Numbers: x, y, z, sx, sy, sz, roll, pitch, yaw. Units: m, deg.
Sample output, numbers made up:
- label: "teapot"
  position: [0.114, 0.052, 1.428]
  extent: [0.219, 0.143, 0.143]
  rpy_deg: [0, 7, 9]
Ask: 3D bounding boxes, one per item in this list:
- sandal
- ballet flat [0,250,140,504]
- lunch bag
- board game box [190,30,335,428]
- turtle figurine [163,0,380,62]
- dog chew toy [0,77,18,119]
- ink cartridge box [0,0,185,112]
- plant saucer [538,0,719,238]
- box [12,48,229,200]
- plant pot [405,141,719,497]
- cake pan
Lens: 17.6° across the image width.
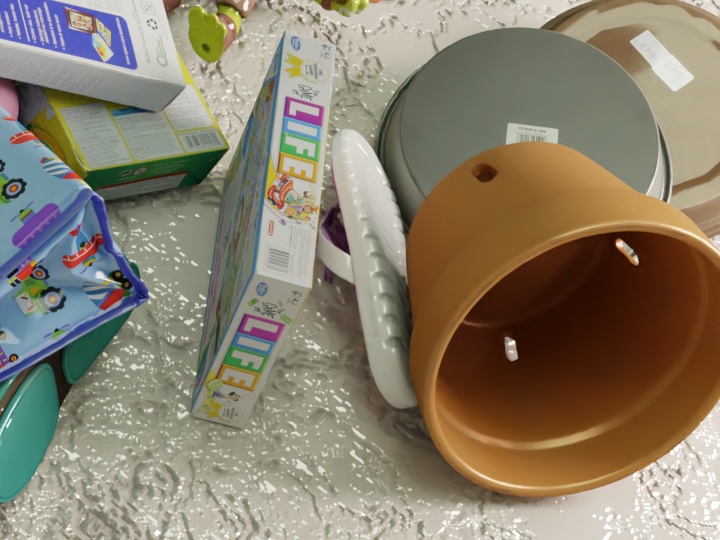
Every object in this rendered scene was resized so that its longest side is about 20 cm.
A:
- label: "sandal"
  position: [-0.003, -0.004, 1.440]
  extent: [0.050, 0.082, 0.203]
  rpy_deg: [-21, 52, 14]
- label: "ballet flat"
  position: [-0.193, 0.057, 1.306]
  extent: [0.070, 0.067, 0.200]
  rpy_deg: [10, 42, 18]
- label: "lunch bag"
  position: [-0.245, 0.009, 1.269]
  extent: [0.200, 0.094, 0.151]
  rpy_deg: [-39, 49, -15]
- label: "board game box"
  position: [-0.057, -0.026, 1.379]
  extent: [0.034, 0.135, 0.200]
  rpy_deg: [15, 47, -11]
- label: "turtle figurine"
  position: [-0.086, -0.218, 1.584]
  extent: [0.200, 0.064, 0.161]
  rpy_deg: [43, 55, 4]
- label: "dog chew toy"
  position: [-0.288, -0.132, 1.384]
  extent: [0.200, 0.125, 0.125]
  rpy_deg: [39, 45, -6]
- label: "ink cartridge box"
  position: [-0.199, -0.157, 1.378]
  extent: [0.200, 0.037, 0.095]
  rpy_deg: [12, 51, -43]
- label: "plant saucer"
  position: [0.194, -0.108, 1.586]
  extent: [0.200, 0.029, 0.201]
  rpy_deg: [0, 63, 0]
- label: "box"
  position: [-0.178, -0.139, 1.456]
  extent: [0.117, 0.048, 0.200]
  rpy_deg: [-12, 67, -42]
- label: "plant pot"
  position: [0.111, 0.016, 1.393]
  extent: [0.200, 0.200, 0.140]
  rpy_deg: [1, 34, -23]
- label: "cake pan"
  position: [0.109, -0.078, 1.525]
  extent: [0.200, 0.037, 0.201]
  rpy_deg: [2, 61, -4]
